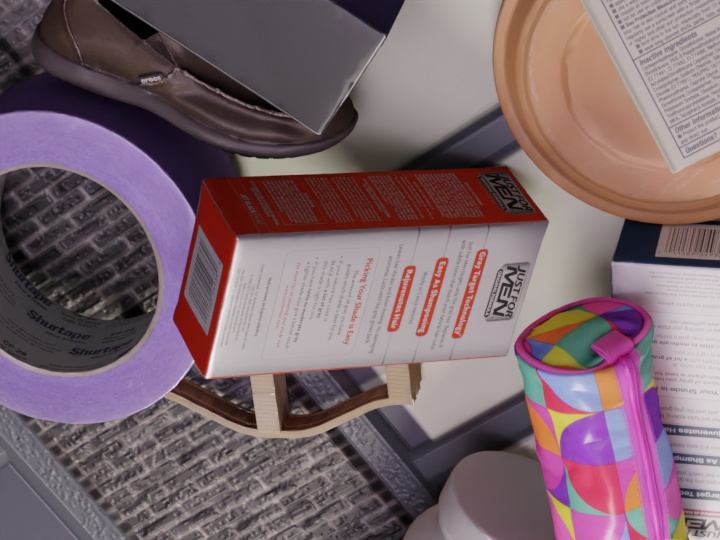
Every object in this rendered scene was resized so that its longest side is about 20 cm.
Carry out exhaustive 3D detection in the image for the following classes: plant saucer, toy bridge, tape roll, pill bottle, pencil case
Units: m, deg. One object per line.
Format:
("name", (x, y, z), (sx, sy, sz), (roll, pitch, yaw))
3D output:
("plant saucer", (0.172, -0.114, 1.316), (0.199, 0.032, 0.202), (6, 122, 10))
("toy bridge", (-0.059, 0.073, 1.486), (0.198, 0.027, 0.068), (1, 120, 15))
("tape roll", (-0.172, -0.014, 1.413), (0.198, 0.085, 0.202), (5, 113, 13))
("pill bottle", (0.066, 0.220, 1.489), (0.116, 0.117, 0.201), (23, 123, 0))
("pencil case", (0.148, 0.116, 1.357), (0.088, 0.089, 0.201), (-8, 118, 18))

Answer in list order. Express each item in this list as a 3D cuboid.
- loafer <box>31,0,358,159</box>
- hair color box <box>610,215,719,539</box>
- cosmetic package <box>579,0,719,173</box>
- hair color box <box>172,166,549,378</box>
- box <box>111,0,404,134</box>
("loafer", (-0.095, -0.124, 1.350), (0.199, 0.073, 0.071), (18, 124, 3))
("hair color box", (0.204, 0.069, 1.398), (0.099, 0.061, 0.201), (4, 121, 14))
("cosmetic package", (0.163, -0.167, 1.220), (0.103, 0.087, 0.201), (-26, 98, 16))
("hair color box", (0.000, 0.000, 1.349), (0.199, 0.061, 0.102), (-2, 126, -26))
("box", (-0.071, -0.184, 1.270), (0.199, 0.141, 0.079), (32, 120, -6))
